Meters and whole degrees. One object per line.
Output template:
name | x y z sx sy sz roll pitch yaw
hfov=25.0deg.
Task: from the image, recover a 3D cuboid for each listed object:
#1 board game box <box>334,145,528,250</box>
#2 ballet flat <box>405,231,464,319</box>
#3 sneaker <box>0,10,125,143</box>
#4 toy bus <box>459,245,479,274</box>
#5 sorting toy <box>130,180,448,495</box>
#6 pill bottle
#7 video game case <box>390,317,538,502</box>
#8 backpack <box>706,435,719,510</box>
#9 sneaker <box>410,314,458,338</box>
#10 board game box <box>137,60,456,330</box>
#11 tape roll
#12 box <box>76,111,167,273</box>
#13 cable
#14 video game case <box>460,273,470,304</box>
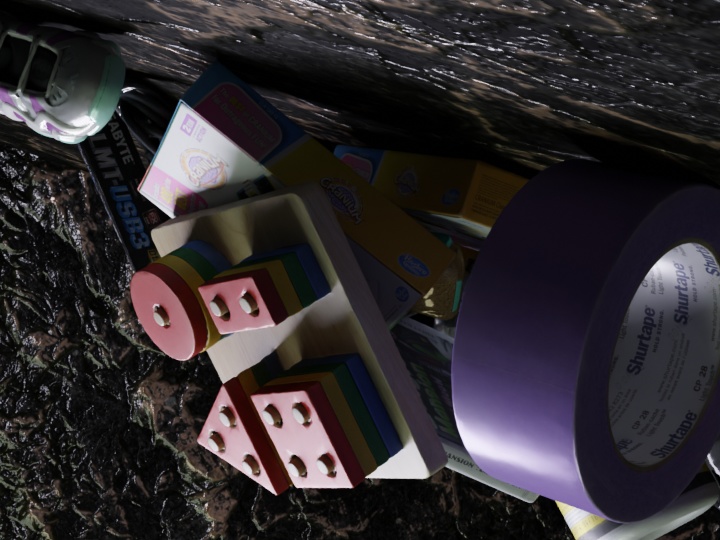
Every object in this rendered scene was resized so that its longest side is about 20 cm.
board game box | 0.085 -0.045 1.198 0.153 0.040 0.200 18 178 -30
ballet flat | 0.000 0.000 1.195 0.200 0.072 0.068 11 -146 42
sneaker | -0.256 -0.143 1.074 0.140 0.078 0.200 18 178 -43
toy bus | 0.093 -0.030 1.440 0.200 0.065 0.078 15 179 28
sorting toy | -0.064 0.058 1.069 0.070 0.200 0.199 -32 -168 -33
pill bottle | 0.175 0.108 1.222 0.200 0.112 0.112 63 -166 17
video game case | 0.036 0.081 1.228 0.182 0.023 0.200 25 -160 -25
backpack | 0.373 0.110 1.422 0.200 0.153 0.176 -20 177 -2
sneaker | 0.035 0.040 1.447 0.200 0.066 0.091 17 135 46
board game box | -0.048 -0.034 1.095 0.200 0.040 0.153 39 153 -2
tape roll | 0.146 0.040 0.950 0.085 0.200 0.200 17 178 38
box | -0.210 -0.063 1.471 0.050 0.200 0.199 -24 -176 -7
cable | -0.147 -0.087 1.319 0.163 0.051 0.200 54 173 45
video game case | 0.181 0.023 1.353 0.182 0.023 0.200 -11 162 15
